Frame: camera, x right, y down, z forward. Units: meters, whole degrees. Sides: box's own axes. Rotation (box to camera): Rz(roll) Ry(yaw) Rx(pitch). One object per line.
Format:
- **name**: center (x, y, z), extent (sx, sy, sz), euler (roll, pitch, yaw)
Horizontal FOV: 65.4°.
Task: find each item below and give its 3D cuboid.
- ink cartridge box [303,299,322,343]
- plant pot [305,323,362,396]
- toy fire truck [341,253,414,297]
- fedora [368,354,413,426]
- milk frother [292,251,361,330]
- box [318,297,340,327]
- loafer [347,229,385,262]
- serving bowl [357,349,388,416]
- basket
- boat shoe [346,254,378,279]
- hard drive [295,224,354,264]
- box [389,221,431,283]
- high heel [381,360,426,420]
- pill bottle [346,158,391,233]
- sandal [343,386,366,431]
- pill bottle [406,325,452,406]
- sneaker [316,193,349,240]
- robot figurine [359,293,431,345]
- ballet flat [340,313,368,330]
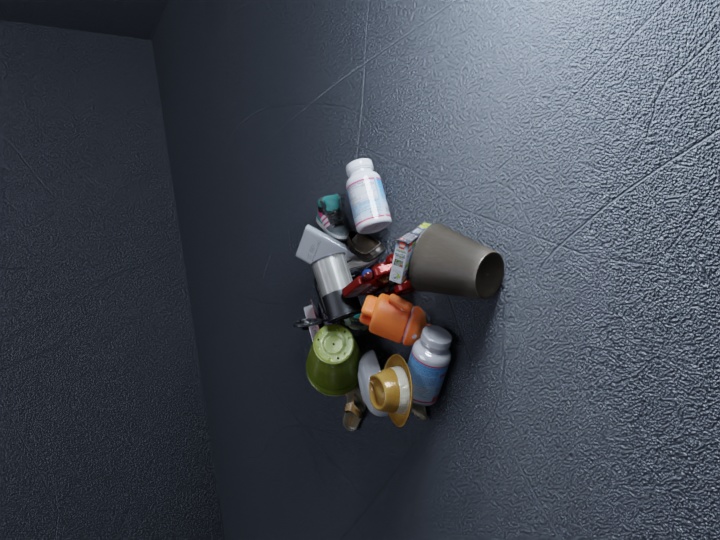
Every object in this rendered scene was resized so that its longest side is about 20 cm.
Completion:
- **ink cartridge box**: center (-0.157, 0.220, 1.995), extent (0.177, 0.044, 0.204), euler (76, 177, -74)
- **plant pot**: center (-0.083, 0.268, 1.770), extent (0.194, 0.197, 0.203), euler (90, 156, -61)
- **toy fire truck**: center (0.056, 0.027, 1.608), extent (0.199, 0.165, 0.114), euler (-37, 65, 52)
- **fedora**: center (0.074, 0.324, 1.518), extent (0.200, 0.080, 0.206), euler (-176, 90, -71)
- **milk frother**: center (-0.119, 0.068, 1.704), extent (0.179, 0.198, 0.192), euler (-28, 76, 41)
- **box**: center (-0.110, 0.163, 1.936), extent (0.201, 0.035, 0.145), euler (101, 150, -60)
- **loafer**: center (0.005, -0.080, 1.720), extent (0.199, 0.073, 0.072), euler (21, 144, 60)
- **serving bowl**: center (0.031, 0.350, 1.715), extent (0.200, 0.064, 0.205), euler (168, 90, -83)
- **basket**: center (0.238, -0.013, 1.364), extent (0.198, 0.135, 0.184), euler (18, 85, 48)
- **boat shoe**: center (0.000, 0.000, 1.791), extent (0.198, 0.075, 0.093), euler (-17, 116, 41)
- **hard drive**: center (-0.110, -0.053, 1.860), extent (0.197, 0.027, 0.133), euler (29, 129, 3)
- **box**: center (0.135, -0.050, 1.458), extent (0.034, 0.200, 0.112), euler (18, 115, 20)
- **high heel**: center (0.129, 0.369, 1.672), extent (0.202, 0.071, 0.143), euler (55, 160, 19)
- **pill bottle**: center (0.018, -0.221, 1.664), extent (0.108, 0.107, 0.204), euler (-30, 70, 54)
- **sandal**: center (-0.026, 0.469, 1.880), extent (0.079, 0.054, 0.204), euler (22, 121, 17)
- **pill bottle**: center (0.181, 0.255, 1.510), extent (0.109, 0.107, 0.204), euler (43, 129, 44)
- **sneaker**: center (-0.088, -0.190, 1.873), extent (0.200, 0.082, 0.123), euler (42, 138, 47)
- **robot figurine**: center (0.098, 0.137, 1.565), extent (0.117, 0.196, 0.147), euler (-47, -25, -78)
- **ballet flat**: center (-0.003, 0.161, 1.824), extent (0.199, 0.073, 0.076), euler (-1, 95, 58)
